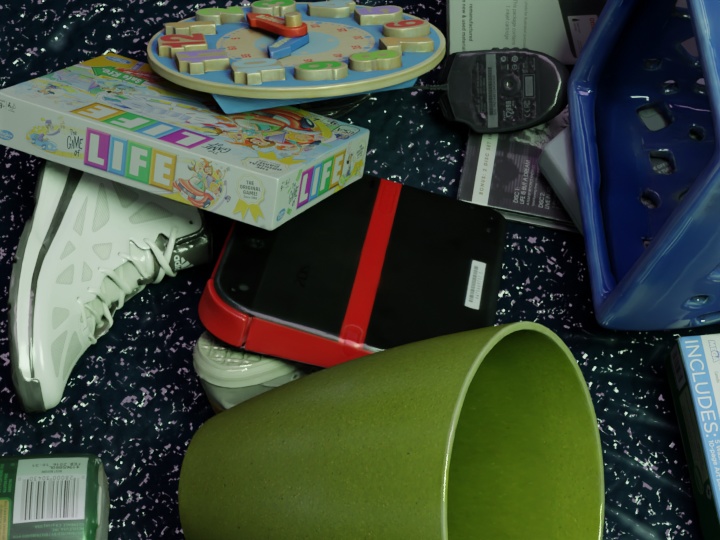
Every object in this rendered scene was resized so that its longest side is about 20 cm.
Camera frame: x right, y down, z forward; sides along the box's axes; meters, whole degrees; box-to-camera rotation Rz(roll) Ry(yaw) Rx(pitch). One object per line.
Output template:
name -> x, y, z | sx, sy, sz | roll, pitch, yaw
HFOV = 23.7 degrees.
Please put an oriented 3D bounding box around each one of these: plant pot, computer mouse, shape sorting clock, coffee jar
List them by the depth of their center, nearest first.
plant pot -> 0.006, 0.124, 0.946 | 0.199, 0.187, 0.188 | -3, 51, 32
coffee jar -> -0.240, 0.151, 0.951 | 0.198, 0.105, 0.086 | 1, 55, -4
plant pot -> 0.246, -0.086, 1.041 | 0.178, 0.200, 0.201 | 5, 58, -12
shape sorting clock -> -0.043, -0.151, 1.141 | 0.198, 0.039, 0.200 | -4, 25, 2
computer mouse -> 0.046, -0.123, 1.182 | 0.198, 0.034, 0.059 | 1, 88, 9

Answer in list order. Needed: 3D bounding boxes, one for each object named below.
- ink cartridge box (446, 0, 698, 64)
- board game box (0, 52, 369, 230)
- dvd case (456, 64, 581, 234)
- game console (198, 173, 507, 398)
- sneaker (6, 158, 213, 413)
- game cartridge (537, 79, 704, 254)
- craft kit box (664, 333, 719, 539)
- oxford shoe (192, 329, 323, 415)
ink cartridge box -> 0.159, -0.221, 1.209 | 0.198, 0.085, 0.145 | -1, 48, 3
board game box -> -0.111, -0.085, 1.087 | 0.199, 0.034, 0.134 | 18, 24, 19
dvd case -> 0.173, -0.087, 1.193 | 0.198, 0.016, 0.150 | 11, 59, 0
game console -> 0.000, 0.000, 1.074 | 0.176, 0.031, 0.200 | 16, 34, -1
sneaker -> -0.152, 0.000, 1.070 | 0.114, 0.076, 0.202 | 5, 55, 0
game cartridge -> 0.227, -0.072, 1.160 | 0.199, 0.041, 0.134 | -21, 67, -18
craft kit box -> 0.301, 0.129, 1.044 | 0.196, 0.049, 0.201 | -5, 66, -6
oxford shoe -> -0.017, 0.046, 1.071 | 0.199, 0.058, 0.075 | -19, 38, -33
